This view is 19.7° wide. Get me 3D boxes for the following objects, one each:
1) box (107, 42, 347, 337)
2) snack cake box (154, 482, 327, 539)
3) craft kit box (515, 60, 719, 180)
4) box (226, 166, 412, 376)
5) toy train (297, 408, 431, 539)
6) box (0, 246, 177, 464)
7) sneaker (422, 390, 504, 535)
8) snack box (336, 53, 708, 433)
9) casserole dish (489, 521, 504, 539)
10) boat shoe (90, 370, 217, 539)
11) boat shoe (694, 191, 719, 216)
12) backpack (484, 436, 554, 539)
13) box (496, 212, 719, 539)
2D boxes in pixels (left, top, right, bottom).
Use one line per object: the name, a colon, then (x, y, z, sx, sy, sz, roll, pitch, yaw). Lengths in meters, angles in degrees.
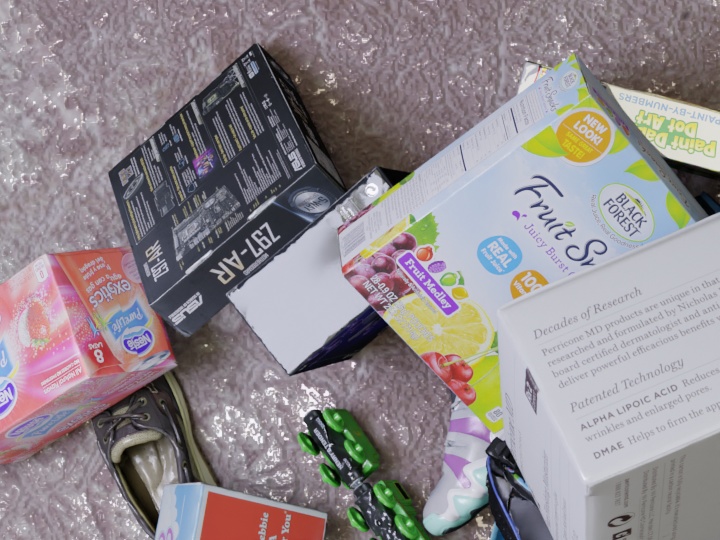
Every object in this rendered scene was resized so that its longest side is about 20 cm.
box: (-0.102, -0.063, 1.540, 0.160, 0.200, 0.044, -41, 124, 9)
snack cake box: (-0.102, 0.267, 1.539, 0.114, 0.067, 0.202, 17, 76, -29)
craft kit box: (0.216, -0.095, 1.454, 0.196, 0.200, 0.049, 18, 94, 13)
box: (0.000, 0.000, 1.502, 0.141, 0.200, 0.079, -38, 84, 10)
toy train: (0.021, 0.185, 1.554, 0.042, 0.056, 0.201, -42, 69, 17)
box: (-0.245, 0.069, 1.569, 0.199, 0.094, 0.103, -30, 75, 38)
sneaker: (0.079, 0.086, 1.553, 0.140, 0.078, 0.200, 39, 88, 12)
snack box: (0.112, -0.014, 1.353, 0.200, 0.068, 0.169, -37, 117, 15)
casserole dish: (0.146, 0.252, 1.526, 0.120, 0.039, 0.202, 10, 75, 5)
boat shoe: (-0.167, 0.129, 1.608, 0.073, 0.065, 0.201, -33, 81, 12)
boat shoe: (0.285, 0.038, 1.498, 0.068, 0.084, 0.201, -36, 80, 14)
backpack: (0.195, 0.195, 1.435, 0.181, 0.135, 0.201, -20, 64, -7)
box: (0.201, 0.083, 1.303, 0.199, 0.199, 0.131, -22, 60, -6)
